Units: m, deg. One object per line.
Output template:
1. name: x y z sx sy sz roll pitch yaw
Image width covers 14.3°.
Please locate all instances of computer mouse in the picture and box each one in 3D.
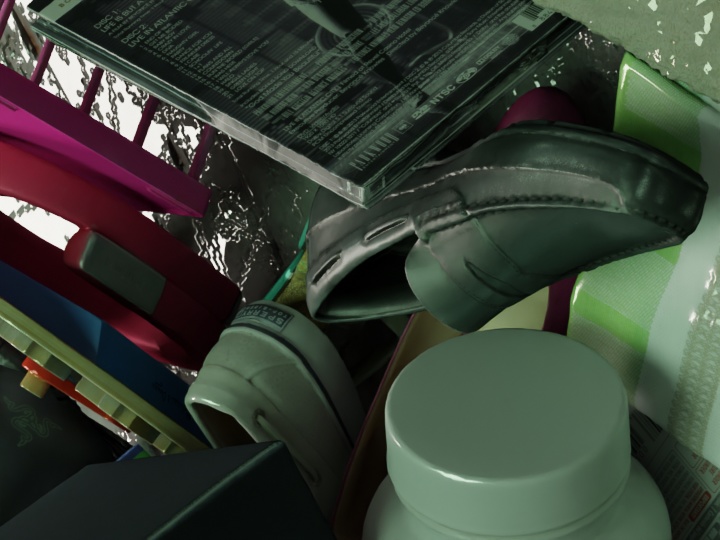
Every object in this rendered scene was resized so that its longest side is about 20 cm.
1. computer mouse: -0.151 0.071 1.321 0.138 0.200 0.053 39 100 -1

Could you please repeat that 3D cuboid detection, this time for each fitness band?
1. fitness band: -0.136 -0.011 1.281 0.143 0.200 0.038 16 75 37

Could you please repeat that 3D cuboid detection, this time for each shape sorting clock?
1. shape sorting clock: -0.134 0.036 1.251 0.200 0.200 0.039 26 81 41

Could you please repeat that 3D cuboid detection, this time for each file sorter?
1. file sorter: -0.158 -0.114 1.260 0.199 0.139 0.126 7 72 47

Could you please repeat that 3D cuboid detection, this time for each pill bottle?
1. pill bottle: 0.062 0.127 1.106 0.119 0.119 0.201 31 139 38

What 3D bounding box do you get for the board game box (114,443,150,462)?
1. board game box: -0.096 0.179 1.249 0.135 0.034 0.200 44 137 7

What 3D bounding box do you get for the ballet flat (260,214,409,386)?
1. ballet flat: 0.000 0.000 1.207 0.071 0.070 0.200 53 138 20

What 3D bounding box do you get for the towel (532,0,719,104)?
1. towel: 0.126 -0.129 0.998 0.200 0.034 0.133 35 116 35

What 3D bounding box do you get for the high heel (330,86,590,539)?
1. high heel: 0.041 0.025 1.133 0.067 0.096 0.201 30 127 34

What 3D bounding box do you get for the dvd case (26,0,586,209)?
1. dvd case: -0.014 -0.106 1.109 0.200 0.149 0.016 29 149 39

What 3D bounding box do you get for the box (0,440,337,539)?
1. box: -0.059 0.179 1.096 0.148 0.107 0.201 -11 111 54

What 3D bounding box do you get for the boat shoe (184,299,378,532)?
1. boat shoe: -0.017 0.109 1.212 0.071 0.070 0.201 8 135 41

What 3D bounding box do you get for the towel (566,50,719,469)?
1. towel: 0.154 0.023 1.020 0.200 0.031 0.150 36 128 35

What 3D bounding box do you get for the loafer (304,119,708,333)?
1. loafer: 0.049 -0.011 1.052 0.200 0.068 0.071 -5 63 53

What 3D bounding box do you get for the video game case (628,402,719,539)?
1. video game case: 0.180 0.067 1.050 0.182 0.023 0.200 51 136 23
